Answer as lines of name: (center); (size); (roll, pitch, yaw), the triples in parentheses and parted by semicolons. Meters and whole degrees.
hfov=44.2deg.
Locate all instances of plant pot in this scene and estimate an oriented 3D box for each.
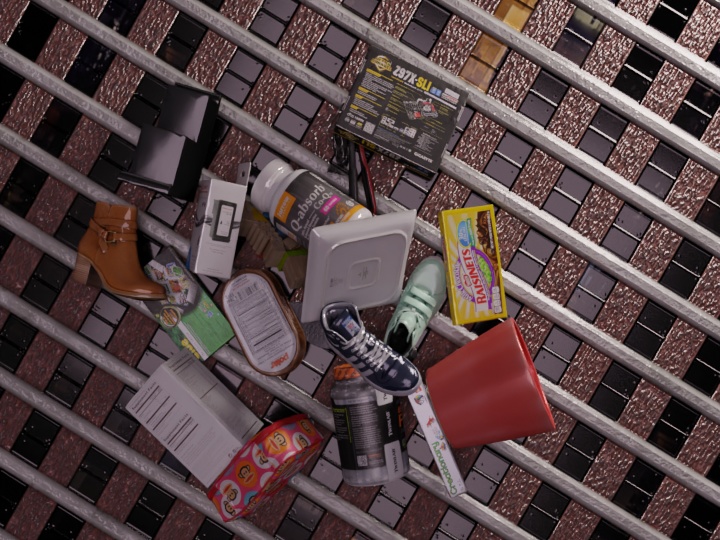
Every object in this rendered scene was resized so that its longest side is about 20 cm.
plant pot: (0.216, 0.207, 1.510); (0.175, 0.200, 0.203); (-23, 90, 10)

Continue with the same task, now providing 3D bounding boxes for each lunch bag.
lunch bag: (-0.153, 0.336, 1.521); (0.082, 0.176, 0.200); (48, 110, 17)

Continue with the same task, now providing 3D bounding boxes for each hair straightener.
hair straightener: (-0.023, -0.195, 1.569); (0.076, 0.041, 0.204); (-8, 90, -16)

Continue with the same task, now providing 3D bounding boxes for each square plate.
square plate: (0.000, 0.000, 1.491); (0.195, 0.029, 0.202); (-12, 132, -25)

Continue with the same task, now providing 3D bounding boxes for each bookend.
bookend: (-0.321, -0.229, 1.507); (0.091, 0.200, 0.202); (16, 92, 1)

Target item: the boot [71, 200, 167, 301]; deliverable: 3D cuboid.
boot: (-0.412, -0.035, 1.560); (0.197, 0.074, 0.157); (15, 85, 15)

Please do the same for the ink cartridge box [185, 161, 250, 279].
ink cartridge box: (-0.248, -0.094, 1.541); (0.067, 0.116, 0.204); (11, 91, -19)

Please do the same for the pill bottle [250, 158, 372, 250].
pill bottle: (-0.086, -0.102, 1.530); (0.199, 0.116, 0.117); (33, 92, 15)

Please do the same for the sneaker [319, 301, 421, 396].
sneaker: (0.011, 0.125, 1.448); (0.199, 0.109, 0.070); (32, 68, 27)

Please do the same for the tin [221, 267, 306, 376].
tin: (-0.173, 0.091, 1.560); (0.111, 0.042, 0.202); (-30, 83, 15)

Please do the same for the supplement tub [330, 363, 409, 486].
supplement tub: (0.014, 0.261, 1.541); (0.120, 0.123, 0.204); (-9, 91, 2)

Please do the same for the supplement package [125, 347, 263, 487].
supplement package: (-0.287, 0.253, 1.545); (0.200, 0.114, 0.110); (44, 106, 2)

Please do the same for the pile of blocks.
pile of blocks: (-0.152, -0.042, 1.582); (0.200, 0.082, 0.062); (47, 135, 10)

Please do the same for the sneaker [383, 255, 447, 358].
sneaker: (0.099, 0.070, 1.538); (0.073, 0.118, 0.203); (24, 90, 3)

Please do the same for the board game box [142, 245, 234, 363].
board game box: (-0.320, 0.066, 1.597); (0.104, 0.023, 0.201); (-37, 89, 1)

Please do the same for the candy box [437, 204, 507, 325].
candy box: (0.199, -0.010, 1.570); (0.100, 0.026, 0.204); (-8, 90, -12)

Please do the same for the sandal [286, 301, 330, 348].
sandal: (-0.104, 0.087, 1.585); (0.197, 0.043, 0.077); (14, 91, 12)

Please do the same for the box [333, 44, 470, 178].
box: (0.072, -0.277, 1.552); (0.197, 0.049, 0.162); (24, 80, -3)

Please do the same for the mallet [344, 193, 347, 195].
mallet: (-0.038, -0.033, 1.585); (0.065, 0.041, 0.204); (-10, 86, 4)

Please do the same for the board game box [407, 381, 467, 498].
board game box: (0.127, 0.281, 1.536); (0.034, 0.126, 0.203); (-23, 89, 1)
